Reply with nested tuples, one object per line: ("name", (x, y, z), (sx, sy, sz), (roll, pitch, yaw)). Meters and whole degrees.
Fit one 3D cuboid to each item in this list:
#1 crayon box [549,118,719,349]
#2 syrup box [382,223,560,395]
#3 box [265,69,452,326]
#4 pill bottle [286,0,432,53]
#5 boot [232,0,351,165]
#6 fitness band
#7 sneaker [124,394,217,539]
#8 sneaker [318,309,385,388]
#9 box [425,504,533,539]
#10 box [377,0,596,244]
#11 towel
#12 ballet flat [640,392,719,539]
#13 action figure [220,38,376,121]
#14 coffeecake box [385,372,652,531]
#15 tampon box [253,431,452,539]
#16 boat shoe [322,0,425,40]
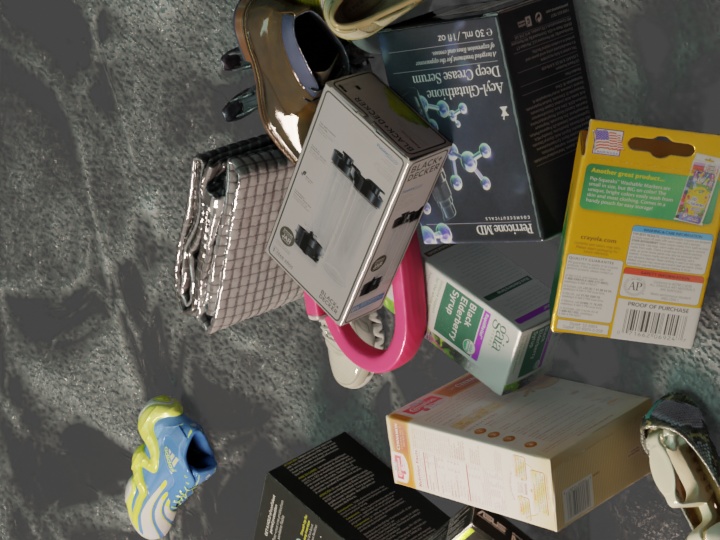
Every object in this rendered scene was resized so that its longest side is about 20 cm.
("crayon box", (0.234, -0.039, 1.432), (0.124, 0.052, 0.202), (7, 121, 1))
("syrup box", (0.097, 0.023, 1.635), (0.199, 0.081, 0.079), (38, 132, 31))
("box", (-0.005, -0.064, 1.552), (0.117, 0.060, 0.201), (43, 132, 26))
("pill bottle", (-0.033, -0.293, 1.605), (0.199, 0.111, 0.112), (35, 130, 31))
("boot", (-0.048, -0.165, 1.609), (0.097, 0.074, 0.201), (14, 136, 57))
("fitness band", (0.000, 0.000, 1.641), (0.143, 0.037, 0.203), (10, 114, 46))
("sneaker", (-0.230, 0.258, 2.100), (0.104, 0.075, 0.202), (26, 124, 36))
("sneaker", (-0.022, 0.035, 1.771), (0.075, 0.081, 0.202), (21, 124, 37))
("box", (0.120, 0.341, 1.682), (0.192, 0.048, 0.200), (38, 121, -10))
("box", (0.119, -0.134, 1.519), (0.147, 0.107, 0.202), (-1, 107, 47))
("towel", (-0.104, -0.052, 1.755), (0.085, 0.164, 0.202), (39, 132, 35))
("ballet flat", (0.301, 0.208, 1.511), (0.072, 0.072, 0.202), (-33, 83, 49))
("action figure", (-0.057, -0.203, 1.709), (0.199, 0.069, 0.132), (-10, 95, 46))
("coffeecake box", (0.148, 0.158, 1.587), (0.199, 0.153, 0.074), (11, 115, 44))
("tampon box", (-0.004, 0.304, 1.838), (0.199, 0.126, 0.151), (37, 131, 31))
("boat shoe", (0.053, -0.269, 1.479), (0.074, 0.200, 0.063), (56, -178, -7))
